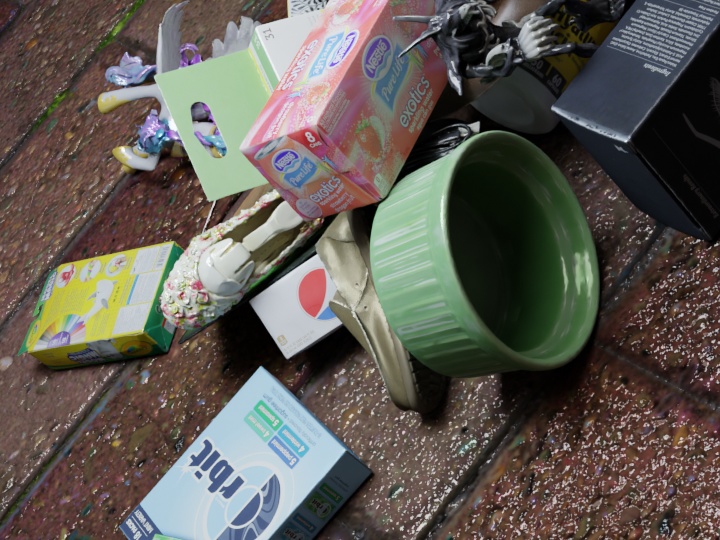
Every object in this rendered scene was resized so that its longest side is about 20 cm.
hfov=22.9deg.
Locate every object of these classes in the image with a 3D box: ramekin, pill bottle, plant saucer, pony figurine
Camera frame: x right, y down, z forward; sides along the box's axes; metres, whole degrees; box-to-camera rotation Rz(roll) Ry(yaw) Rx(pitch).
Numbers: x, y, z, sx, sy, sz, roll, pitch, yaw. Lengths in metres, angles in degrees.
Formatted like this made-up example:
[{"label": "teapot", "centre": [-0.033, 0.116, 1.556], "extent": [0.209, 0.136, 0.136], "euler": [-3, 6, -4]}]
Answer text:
[{"label": "ramekin", "centre": [0.100, -0.006, 1.469], "extent": [0.098, 0.200, 0.200], "euler": [-19, 45, 41]}, {"label": "pill bottle", "centre": [0.179, -0.237, 1.662], "extent": [0.111, 0.111, 0.200], "euler": [13, 66, 48]}, {"label": "plant saucer", "centre": [0.087, -0.222, 1.627], "extent": [0.200, 0.032, 0.200], "euler": [-33, 33, 26]}, {"label": "pony figurine", "centre": [-0.199, -0.192, 1.968], "extent": [0.200, 0.166, 0.193], "euler": [3, 91, 40]}]

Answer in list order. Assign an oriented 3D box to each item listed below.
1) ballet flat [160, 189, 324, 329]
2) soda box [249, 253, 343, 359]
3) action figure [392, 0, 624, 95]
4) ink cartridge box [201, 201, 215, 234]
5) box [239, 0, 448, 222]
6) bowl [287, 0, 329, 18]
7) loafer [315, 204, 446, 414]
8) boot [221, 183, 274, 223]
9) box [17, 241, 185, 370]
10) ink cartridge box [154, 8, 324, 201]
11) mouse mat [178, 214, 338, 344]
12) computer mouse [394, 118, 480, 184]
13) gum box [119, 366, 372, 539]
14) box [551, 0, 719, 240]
[{"label": "ballet flat", "centre": [-0.105, -0.024, 1.641], "extent": [0.200, 0.076, 0.064], "euler": [-44, 5, -26]}, {"label": "soda box", "centre": [0.000, 0.000, 1.637], "extent": [0.200, 0.068, 0.064], "euler": [-34, -2, 16]}, {"label": "action figure", "centre": [0.134, -0.211, 1.491], "extent": [0.102, 0.200, 0.119], "euler": [123, 140, -58]}, {"label": "ink cartridge box", "centre": [-0.110, -0.114, 1.815], "extent": [0.161, 0.050, 0.200], "euler": [-169, 97, -86]}, {"label": "box", "centre": [-0.003, -0.150, 1.519], "extent": [0.103, 0.095, 0.200], "euler": [-12, 39, 45]}, {"label": "bowl", "centre": [0.013, -0.243, 1.803], "extent": [0.094, 0.201, 0.201], "euler": [-17, 30, -24]}, {"label": "loafer", "centre": [0.017, 0.038, 1.561], "extent": [0.067, 0.076, 0.200], "euler": [-28, 68, 28]}, {"label": "boot", "centre": [-0.098, -0.073, 1.796], "extent": [0.166, 0.072, 0.200], "euler": [-26, 27, 54]}, {"label": "box", "centre": [-0.274, 0.041, 1.890], "extent": [0.200, 0.048, 0.118], "euler": [-8, 52, 35]}, {"label": "ink cartridge box", "centre": [-0.076, -0.162, 1.692], "extent": [0.200, 0.048, 0.146], "euler": [-18, 73, -23]}, {"label": "mouse mat", "centre": [-0.086, -0.004, 1.725], "extent": [0.200, 0.008, 0.161], "euler": [-35, 10, 16]}, {"label": "computer mouse", "centre": [0.062, -0.110, 1.609], "extent": [0.138, 0.200, 0.053], "euler": [-20, 88, 18]}, {"label": "gum box", "centre": [-0.107, 0.205, 1.590], "extent": [0.200, 0.045, 0.170], "euler": [-49, 38, -2]}, {"label": "box", "centre": [0.281, -0.152, 1.463], "extent": [0.200, 0.148, 0.104], "euler": [-50, 38, -6]}]
